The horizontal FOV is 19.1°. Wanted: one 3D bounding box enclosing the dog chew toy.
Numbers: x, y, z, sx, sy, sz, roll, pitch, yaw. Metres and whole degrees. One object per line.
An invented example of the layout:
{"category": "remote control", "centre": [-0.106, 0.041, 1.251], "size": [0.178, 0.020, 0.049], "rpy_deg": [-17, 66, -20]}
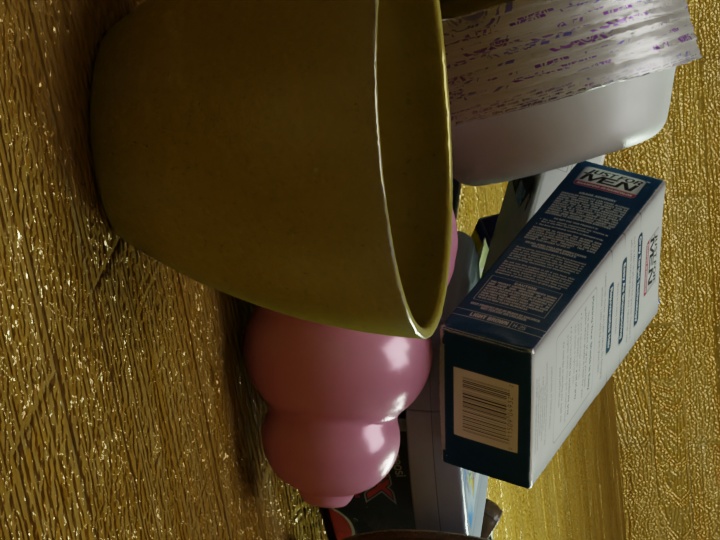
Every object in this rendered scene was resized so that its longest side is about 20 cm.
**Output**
{"category": "dog chew toy", "centre": [-0.011, 0.033, 1.198], "size": [0.125, 0.124, 0.201], "rpy_deg": [-24, 119, -78]}

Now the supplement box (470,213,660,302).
{"category": "supplement box", "centre": [0.142, 0.031, 1.676], "size": [0.200, 0.109, 0.110], "rpy_deg": [110, -39, -64]}

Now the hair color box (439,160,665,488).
{"category": "hair color box", "centre": [0.116, 0.028, 1.269], "size": [0.200, 0.060, 0.100], "rpy_deg": [-46, 144, -47]}

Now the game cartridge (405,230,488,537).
{"category": "game cartridge", "centre": [0.055, 0.093, 1.330], "size": [0.134, 0.040, 0.200], "rpy_deg": [-71, 160, -50]}

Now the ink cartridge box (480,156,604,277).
{"category": "ink cartridge box", "centre": [0.109, -0.009, 1.470], "size": [0.176, 0.045, 0.200], "rpy_deg": [125, -15, -62]}

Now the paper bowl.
{"category": "paper bowl", "centre": [0.112, -0.118, 1.331], "size": [0.201, 0.200, 0.105], "rpy_deg": [-37, 111, -77]}

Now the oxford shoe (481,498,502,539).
{"category": "oxford shoe", "centre": [0.067, 0.248, 1.579], "size": [0.073, 0.084, 0.200], "rpy_deg": [-57, 159, -52]}

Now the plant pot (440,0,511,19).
{"category": "plant pot", "centre": [0.031, -0.249, 1.311], "size": [0.189, 0.200, 0.201], "rpy_deg": [-26, 115, -61]}

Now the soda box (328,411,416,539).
{"category": "soda box", "centre": [0.017, 0.148, 1.419], "size": [0.063, 0.071, 0.200], "rpy_deg": [-83, 166, -45]}

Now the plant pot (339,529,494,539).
{"category": "plant pot", "centre": [0.052, 0.289, 1.306], "size": [0.200, 0.200, 0.199], "rpy_deg": [70, 28, -57]}

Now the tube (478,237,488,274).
{"category": "tube", "centre": [0.083, 0.060, 1.575], "size": [0.058, 0.052, 0.200], "rpy_deg": [58, -14, 29]}

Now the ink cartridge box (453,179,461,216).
{"category": "ink cartridge box", "centre": [0.045, 0.026, 1.580], "size": [0.198, 0.047, 0.200], "rpy_deg": [-79, 172, -45]}

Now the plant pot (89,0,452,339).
{"category": "plant pot", "centre": [-0.042, -0.066, 0.984], "size": [0.200, 0.141, 0.201], "rpy_deg": [-3, 90, -78]}
